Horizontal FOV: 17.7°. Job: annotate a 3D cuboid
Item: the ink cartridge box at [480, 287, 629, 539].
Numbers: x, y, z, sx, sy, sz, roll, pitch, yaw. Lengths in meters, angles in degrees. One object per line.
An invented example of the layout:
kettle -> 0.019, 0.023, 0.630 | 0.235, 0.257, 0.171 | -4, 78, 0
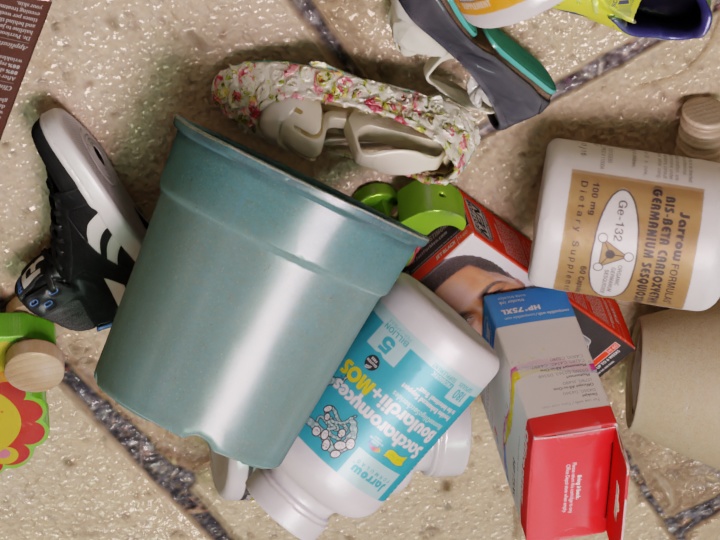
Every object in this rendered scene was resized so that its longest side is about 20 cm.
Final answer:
ink cartridge box -> 0.145, 0.121, 1.746 | 0.067, 0.200, 0.117 | -8, 131, -7

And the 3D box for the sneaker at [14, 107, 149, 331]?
sneaker -> -0.218, -0.023, 1.700 | 0.112, 0.073, 0.200 | -26, 132, 6

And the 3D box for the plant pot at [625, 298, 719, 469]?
plant pot -> 0.321, 0.094, 1.882 | 0.199, 0.188, 0.188 | 5, 129, 0

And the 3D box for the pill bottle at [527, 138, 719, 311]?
pill bottle -> 0.232, -0.030, 1.745 | 0.199, 0.115, 0.115 | 9, 129, 3

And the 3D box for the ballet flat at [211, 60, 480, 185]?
ballet flat -> -0.011, -0.105, 1.661 | 0.199, 0.064, 0.076 | 9, 136, -3

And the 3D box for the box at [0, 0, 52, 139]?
box -> -0.289, -0.135, 1.590 | 0.100, 0.075, 0.200 | 12, 124, -23

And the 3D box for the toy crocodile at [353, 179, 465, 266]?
toy crocodile -> 0.000, 0.000, 1.778 | 0.062, 0.068, 0.200 | 28, 118, -32

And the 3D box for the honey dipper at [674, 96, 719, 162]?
honey dipper -> 0.258, -0.047, 1.825 | 0.038, 0.038, 0.201 | -5, 132, -10

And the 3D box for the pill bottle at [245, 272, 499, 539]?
pill bottle -> 0.003, 0.107, 1.732 | 0.111, 0.111, 0.200 | 36, 97, -35

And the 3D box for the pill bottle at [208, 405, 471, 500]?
pill bottle -> -0.017, 0.126, 1.851 | 0.199, 0.112, 0.112 | -1, 130, -14

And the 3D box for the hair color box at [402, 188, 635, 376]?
hair color box -> 0.115, 0.029, 1.836 | 0.200, 0.061, 0.101 | 33, 116, -33

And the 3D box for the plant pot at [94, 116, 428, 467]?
plant pot -> -0.084, 0.021, 1.640 | 0.200, 0.200, 0.197 | 25, 93, -30

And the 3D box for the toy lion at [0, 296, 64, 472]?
toy lion -> -0.326, 0.087, 1.780 | 0.199, 0.069, 0.192 | 19, 130, -27

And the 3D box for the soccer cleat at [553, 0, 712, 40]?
soccer cleat -> 0.161, -0.206, 1.632 | 0.199, 0.084, 0.065 | 9, 121, -22

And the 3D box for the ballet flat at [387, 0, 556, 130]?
ballet flat -> 0.065, -0.166, 1.656 | 0.073, 0.073, 0.200 | -35, 131, 15

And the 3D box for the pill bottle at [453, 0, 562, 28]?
pill bottle -> 0.075, -0.270, 1.515 | 0.116, 0.116, 0.200 | -28, 111, 10
